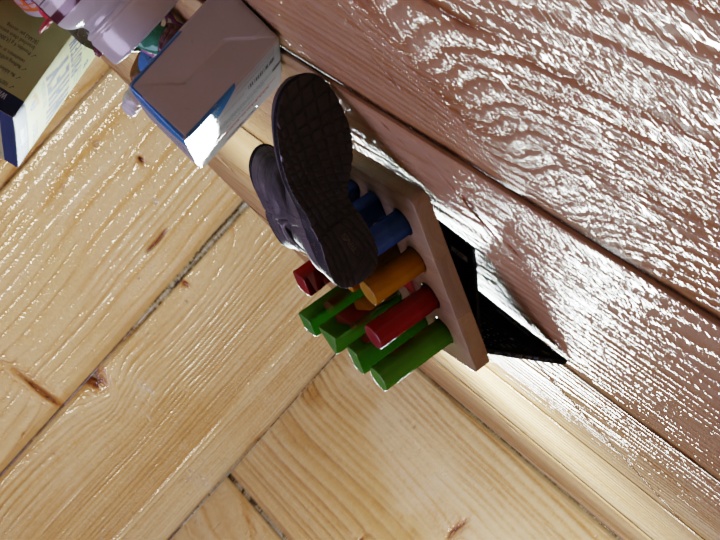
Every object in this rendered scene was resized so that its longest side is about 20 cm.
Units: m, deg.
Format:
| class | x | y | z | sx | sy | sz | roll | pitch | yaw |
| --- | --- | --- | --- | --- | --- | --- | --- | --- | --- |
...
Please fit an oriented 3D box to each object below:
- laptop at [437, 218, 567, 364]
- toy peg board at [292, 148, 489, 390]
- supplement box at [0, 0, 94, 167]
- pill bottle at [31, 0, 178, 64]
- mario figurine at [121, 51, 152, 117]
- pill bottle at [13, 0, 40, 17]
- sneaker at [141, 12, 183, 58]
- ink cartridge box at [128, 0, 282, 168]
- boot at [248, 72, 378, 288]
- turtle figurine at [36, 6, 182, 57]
| class | x | y | z | sx | sy | sz | roll | pitch | yaw |
| --- | --- | --- | --- | --- | --- | --- | --- | --- | --- |
| laptop | 0.101 | -0.004 | 1.665 | 0.199 | 0.104 | 0.177 | 10 | -158 | -43 |
| toy peg board | 0.000 | 0.000 | 1.592 | 0.200 | 0.097 | 0.200 | 34 | 153 | 51 |
| supplement box | -0.402 | -0.264 | 1.888 | 0.199 | 0.201 | 0.134 | 30 | 159 | 3 |
| pill bottle | -0.243 | -0.274 | 1.434 | 0.200 | 0.114 | 0.114 | 44 | 176 | -15 |
| mario figurine | -0.207 | -0.197 | 1.974 | 0.107 | 0.123 | 0.200 | 58 | 175 | -24 |
| pill bottle | -0.359 | -0.359 | 1.744 | 0.200 | 0.113 | 0.113 | 46 | 175 | -38 |
| sneaker | -0.224 | -0.261 | 1.822 | 0.114 | 0.073 | 0.200 | 39 | -173 | 0 |
| ink cartridge box | -0.128 | -0.160 | 1.484 | 0.068 | 0.116 | 0.200 | 43 | 176 | 2 |
| boot | -0.059 | -0.085 | 1.474 | 0.131 | 0.069 | 0.202 | 34 | 142 | 52 |
| turtle figurine | -0.218 | -0.242 | 1.588 | 0.199 | 0.101 | 0.150 | 28 | -156 | -12 |
